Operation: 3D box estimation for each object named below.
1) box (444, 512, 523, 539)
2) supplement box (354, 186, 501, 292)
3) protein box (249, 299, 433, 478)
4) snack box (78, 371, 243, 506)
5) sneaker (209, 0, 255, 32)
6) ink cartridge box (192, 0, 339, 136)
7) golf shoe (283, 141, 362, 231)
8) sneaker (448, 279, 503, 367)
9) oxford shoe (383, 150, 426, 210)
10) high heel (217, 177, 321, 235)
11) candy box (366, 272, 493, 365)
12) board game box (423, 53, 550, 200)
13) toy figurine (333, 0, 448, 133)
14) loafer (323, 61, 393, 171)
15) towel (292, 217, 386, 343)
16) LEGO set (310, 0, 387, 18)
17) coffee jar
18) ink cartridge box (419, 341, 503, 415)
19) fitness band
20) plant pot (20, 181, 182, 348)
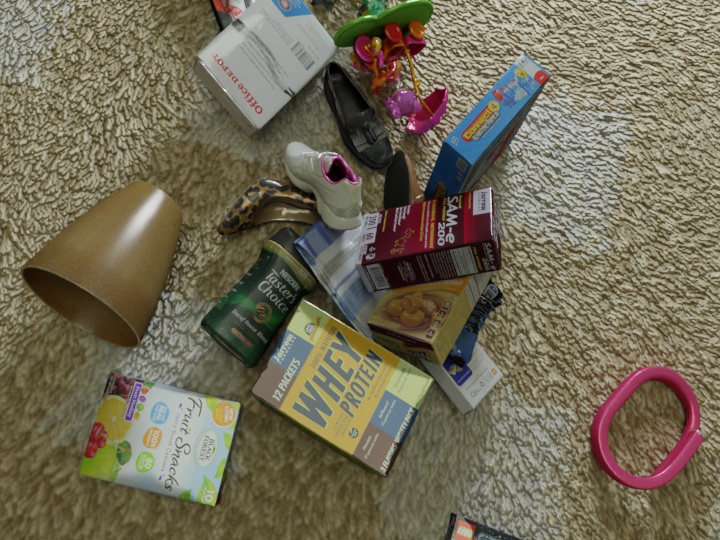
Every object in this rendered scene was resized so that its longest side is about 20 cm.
[{"bbox_3d":[0.205,0.452,0.890,0.195,0.038,0.140,20,74,0],"label":"box"},{"bbox_3d":[0.096,-0.042,0.878,0.194,0.062,0.111,-11,43,20],"label":"supplement box"},{"bbox_3d":[-0.029,0.169,0.861,0.197,0.199,0.137,30,74,4],"label":"protein box"},{"bbox_3d":[-0.281,0.240,0.894,0.194,0.053,0.146,14,75,-2],"label":"snack box"},{"bbox_3d":[-0.218,-0.504,1.094,0.105,0.067,0.206,-19,81,-11],"label":"sneaker"},{"bbox_3d":[-0.155,-0.345,1.022,0.200,0.084,0.145,-47,106,-14],"label":"ink cartridge box"},{"bbox_3d":[-0.053,-0.150,0.942,0.074,0.093,0.201,-17,50,-31],"label":"golf shoe"},{"bbox_3d":[0.161,0.050,0.927,0.078,0.088,0.203,40,44,-25],"label":"sneaker"},{"bbox_3d":[0.085,-0.098,1.023,0.070,0.071,0.206,3,71,-35],"label":"oxford shoe"},{"bbox_3d":[-0.115,-0.081,0.983,0.199,0.072,0.143,-38,75,-22],"label":"high heel"},{"bbox_3d":[0.108,0.026,0.892,0.113,0.056,0.202,13,57,37],"label":"candy box"},{"bbox_3d":[0.191,-0.204,0.981,0.056,0.201,0.196,39,74,8],"label":"board game box"},{"bbox_3d":[0.069,-0.318,1.030,0.197,0.149,0.189,-20,87,-36],"label":"toy figurine"},{"bbox_3d":[-0.010,-0.259,1.039,0.071,0.063,0.203,-28,73,-4],"label":"loafer"},{"bbox_3d":[0.000,0.000,0.951,0.202,0.024,0.147,52,50,-6],"label":"towel"},{"bbox_3d":[-0.008,-0.524,1.115,0.151,0.115,0.206,23,76,-29],"label":"LEGO set"},{"bbox_3d":[-0.141,0.037,0.939,0.104,0.085,0.202,41,74,-15],"label":"coffee jar"},{"bbox_3d":[0.127,0.111,0.956,0.094,0.037,0.202,-30,80,-41],"label":"ink cartridge box"},{"bbox_3d":[0.447,0.244,0.969,0.199,0.038,0.144,-41,82,-15],"label":"fitness band"},{"bbox_3d":[-0.350,-0.023,0.910,0.182,0.188,0.203,25,59,2],"label":"plant pot"}]
